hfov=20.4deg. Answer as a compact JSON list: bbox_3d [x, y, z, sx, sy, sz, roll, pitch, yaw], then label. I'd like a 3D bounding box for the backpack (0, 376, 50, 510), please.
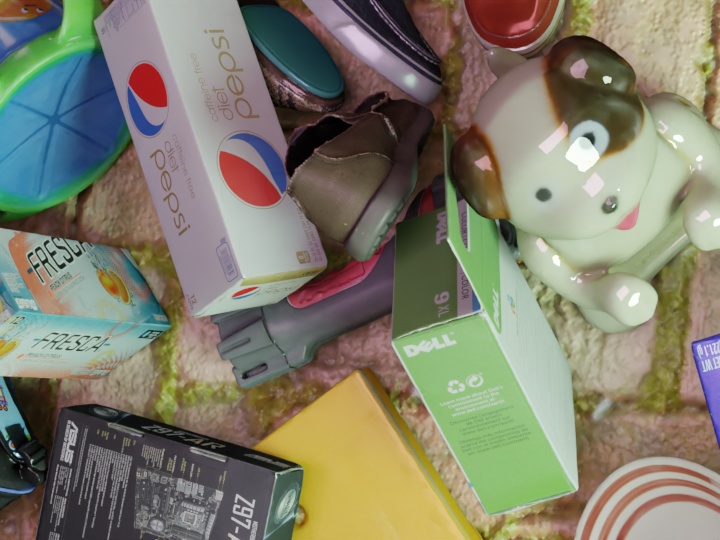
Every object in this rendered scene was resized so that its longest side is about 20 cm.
[{"bbox_3d":[-0.313,0.070,1.288,0.134,0.182,0.201,-40,52,29],"label":"backpack"}]

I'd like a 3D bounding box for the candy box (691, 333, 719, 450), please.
[{"bbox_3d":[0.293,0.113,1.111,0.168,0.077,0.202,-18,82,20],"label":"candy box"}]

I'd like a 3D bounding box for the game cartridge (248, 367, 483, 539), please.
[{"bbox_3d":[-0.011,0.192,1.247,0.176,0.032,0.201,-37,78,15],"label":"game cartridge"}]

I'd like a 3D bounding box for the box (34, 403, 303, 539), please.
[{"bbox_3d":[-0.131,0.200,1.251,0.159,0.043,0.202,13,95,23],"label":"box"}]

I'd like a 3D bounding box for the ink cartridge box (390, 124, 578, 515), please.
[{"bbox_3d":[0.061,0.031,1.129,0.059,0.201,0.104,-17,37,17],"label":"ink cartridge box"}]

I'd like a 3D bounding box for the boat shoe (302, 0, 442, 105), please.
[{"bbox_3d":[0.000,-0.199,1.238,0.091,0.071,0.200,-45,74,11],"label":"boat shoe"}]

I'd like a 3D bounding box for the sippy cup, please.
[{"bbox_3d":[-0.228,-0.129,1.295,0.178,0.140,0.130,-48,62,3],"label":"sippy cup"}]

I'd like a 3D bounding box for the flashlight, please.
[{"bbox_3d":[0.000,0.000,1.235,0.199,0.068,0.068,-23,113,22],"label":"flashlight"}]

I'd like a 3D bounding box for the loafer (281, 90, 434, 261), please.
[{"bbox_3d":[-0.004,-0.071,1.164,0.071,0.200,0.073,32,104,-7],"label":"loafer"}]

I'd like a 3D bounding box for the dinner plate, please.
[{"bbox_3d":[0.190,0.203,1.129,0.199,0.024,0.202,15,109,52],"label":"dinner plate"}]

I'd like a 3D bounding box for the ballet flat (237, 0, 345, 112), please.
[{"bbox_3d":[-0.081,-0.159,1.278,0.075,0.068,0.201,-49,66,34],"label":"ballet flat"}]

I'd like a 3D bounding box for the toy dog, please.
[{"bbox_3d":[0.130,-0.066,1.114,0.139,0.200,0.195,-32,77,15],"label":"toy dog"}]

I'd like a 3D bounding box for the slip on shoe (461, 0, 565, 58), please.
[{"bbox_3d":[0.090,-0.230,1.212,0.073,0.061,0.202,3,90,19],"label":"slip on shoe"}]

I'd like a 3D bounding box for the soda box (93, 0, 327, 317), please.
[{"bbox_3d":[-0.091,-0.078,1.206,0.064,0.068,0.202,-33,72,48],"label":"soda box"}]

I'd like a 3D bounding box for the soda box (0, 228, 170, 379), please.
[{"bbox_3d":[-0.198,0.022,1.231,0.068,0.200,0.064,-35,76,15],"label":"soda box"}]
